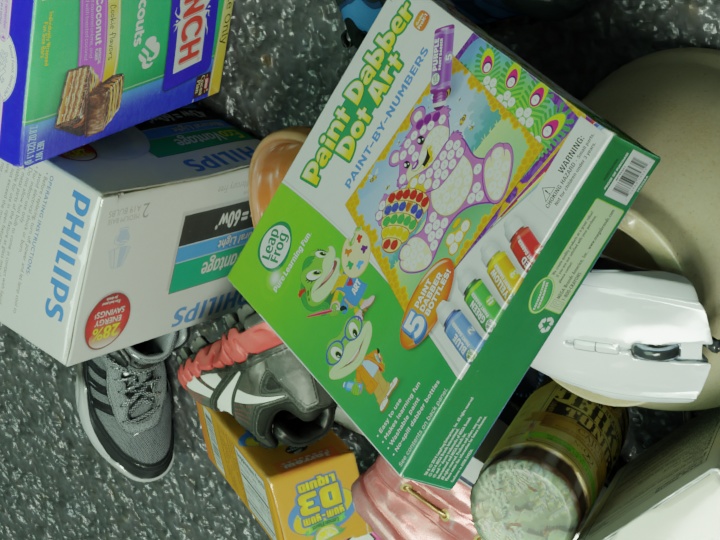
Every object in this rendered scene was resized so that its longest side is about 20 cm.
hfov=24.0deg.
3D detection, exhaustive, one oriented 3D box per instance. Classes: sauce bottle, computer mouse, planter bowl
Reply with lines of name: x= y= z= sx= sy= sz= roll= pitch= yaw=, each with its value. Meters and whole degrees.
sauce bottle: x=0.118 y=0.095 z=0.973 sx=0.064 sy=0.200 sz=0.065 roll=7 pitch=113 yaw=18
computer mouse: x=0.136 y=0.036 z=0.840 sx=0.199 sy=0.044 sz=0.111 roll=14 pitch=120 yaw=35
planter bowl: x=0.160 y=-0.006 z=0.924 sx=0.199 sy=0.134 sz=0.202 roll=20 pitch=123 yaw=33

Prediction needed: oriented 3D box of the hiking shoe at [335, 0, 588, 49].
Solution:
hiking shoe: x=0.060 y=-0.161 z=0.989 sx=0.199 sy=0.074 sz=0.087 roll=20 pitch=131 yaw=46

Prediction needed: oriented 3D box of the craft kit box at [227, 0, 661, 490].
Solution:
craft kit box: x=0.034 y=-0.025 z=0.884 sx=0.201 sy=0.048 sz=0.198 roll=-59 pitch=40 yaw=13

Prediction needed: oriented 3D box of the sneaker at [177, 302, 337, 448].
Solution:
sneaker: x=-0.065 y=0.076 z=1.125 sx=0.098 sy=0.070 sz=0.200 roll=63 pitch=154 yaw=2

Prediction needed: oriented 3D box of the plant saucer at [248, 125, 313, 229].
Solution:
plant saucer: x=0.000 y=0.000 z=1.053 sx=0.200 sy=0.037 sz=0.201 roll=44 pitch=150 yaw=34

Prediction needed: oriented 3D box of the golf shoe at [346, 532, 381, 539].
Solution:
golf shoe: x=0.039 y=0.155 z=1.177 sx=0.199 sy=0.072 sz=0.093 roll=-7 pitch=101 yaw=34

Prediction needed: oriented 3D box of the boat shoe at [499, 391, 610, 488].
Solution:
boat shoe: x=0.125 y=0.147 z=1.074 sx=0.201 sy=0.075 sz=0.062 roll=53 pitch=177 yaw=4

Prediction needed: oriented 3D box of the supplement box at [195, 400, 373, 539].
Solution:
supplement box: x=-0.058 y=0.129 z=1.186 sx=0.200 sy=0.066 sz=0.069 roll=-142 pitch=38 yaw=-63

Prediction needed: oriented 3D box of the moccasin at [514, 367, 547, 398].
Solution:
moccasin: x=0.049 y=0.004 z=1.082 sx=0.200 sy=0.068 sz=0.081 roll=50 pitch=136 yaw=9

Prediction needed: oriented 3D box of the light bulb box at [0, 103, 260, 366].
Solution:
light bulb box: x=-0.193 y=-0.052 z=1.164 sx=0.199 sy=0.198 sz=0.126 roll=29 pitch=116 yaw=27

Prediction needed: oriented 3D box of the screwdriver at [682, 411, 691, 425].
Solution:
screwdriver: x=0.210 y=0.141 z=1.053 sx=0.028 sy=0.029 sz=0.202 roll=6 pitch=108 yaw=41

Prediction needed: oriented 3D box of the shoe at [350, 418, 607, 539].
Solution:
shoe: x=0.092 y=0.160 z=1.015 sx=0.199 sy=0.072 sz=0.091 roll=36 pitch=119 yaw=-10

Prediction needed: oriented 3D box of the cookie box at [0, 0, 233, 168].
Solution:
cookie box: x=-0.163 y=-0.176 z=1.068 sx=0.075 sy=0.200 sz=0.172 roll=26 pitch=122 yaw=24

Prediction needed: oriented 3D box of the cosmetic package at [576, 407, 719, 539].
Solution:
cosmetic package: x=0.183 y=0.137 z=0.923 sx=0.105 sy=0.200 sz=0.071 roll=-37 pitch=86 yaw=20

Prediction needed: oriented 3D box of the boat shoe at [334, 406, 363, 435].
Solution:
boat shoe: x=-0.002 y=0.057 z=1.165 sx=0.199 sy=0.072 sz=0.069 roll=24 pitch=130 yaw=43

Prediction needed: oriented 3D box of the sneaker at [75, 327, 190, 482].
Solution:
sneaker: x=-0.174 y=0.077 z=1.299 sx=0.114 sy=0.075 sz=0.202 roll=14 pitch=120 yaw=61
